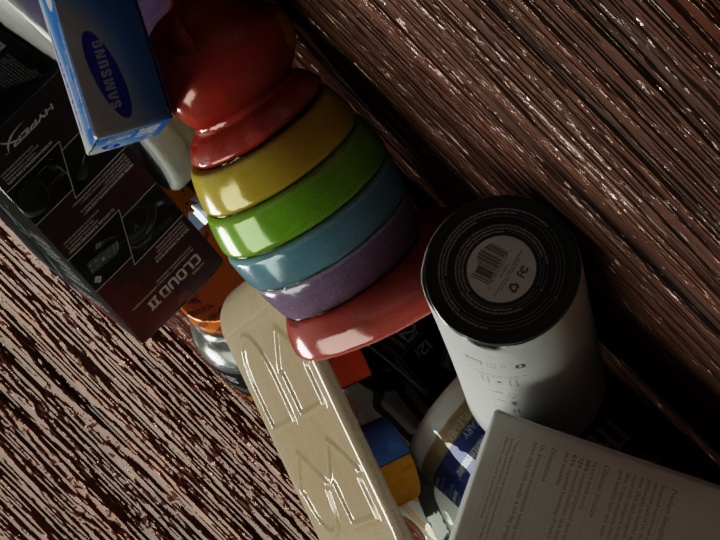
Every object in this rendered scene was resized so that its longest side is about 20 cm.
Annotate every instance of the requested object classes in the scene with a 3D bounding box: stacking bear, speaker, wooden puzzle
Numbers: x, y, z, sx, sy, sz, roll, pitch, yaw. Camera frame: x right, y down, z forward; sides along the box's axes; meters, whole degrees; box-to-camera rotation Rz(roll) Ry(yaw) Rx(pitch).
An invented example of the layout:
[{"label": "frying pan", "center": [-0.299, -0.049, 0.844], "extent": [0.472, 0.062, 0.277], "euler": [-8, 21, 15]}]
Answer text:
[{"label": "stacking bear", "center": [-0.041, -0.062, 1.506], "extent": [0.200, 0.113, 0.122], "euler": [57, -167, -16]}, {"label": "speaker", "center": [0.083, 0.032, 1.460], "extent": [0.081, 0.081, 0.200], "euler": [41, 172, 19]}, {"label": "wooden puzzle", "center": [-0.019, 0.090, 1.679], "extent": [0.185, 0.046, 0.201], "euler": [145, 105, -73]}]

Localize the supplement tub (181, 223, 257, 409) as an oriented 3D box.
[{"label": "supplement tub", "center": [-0.038, 0.046, 1.960], "extent": [0.122, 0.123, 0.200], "euler": [36, 173, 46]}]

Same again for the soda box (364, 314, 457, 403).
[{"label": "soda box", "center": [0.000, 0.000, 1.749], "extent": [0.200, 0.071, 0.063], "euler": [37, 169, 41]}]

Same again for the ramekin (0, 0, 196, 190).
[{"label": "ramekin", "center": [-0.147, -0.149, 1.648], "extent": [0.202, 0.094, 0.202], "euler": [44, 172, 7]}]

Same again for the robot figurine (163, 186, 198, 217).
[{"label": "robot figurine", "center": [-0.207, -0.101, 1.945], "extent": [0.200, 0.058, 0.145], "euler": [46, 159, -19]}]

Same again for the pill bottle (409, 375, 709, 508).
[{"label": "pill bottle", "center": [0.133, 0.134, 1.617], "extent": [0.200, 0.111, 0.111], "euler": [42, 172, 15]}]

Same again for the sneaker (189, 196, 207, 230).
[{"label": "sneaker", "center": [-0.134, -0.050, 2.104], "extent": [0.146, 0.077, 0.202], "euler": [32, 160, 10]}]

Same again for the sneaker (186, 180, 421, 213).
[{"label": "sneaker", "center": [-0.013, -0.040, 1.677], "extent": [0.200, 0.076, 0.092], "euler": [33, -171, 39]}]

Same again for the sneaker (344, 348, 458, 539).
[{"label": "sneaker", "center": [0.015, 0.104, 1.752], "extent": [0.074, 0.080, 0.200], "euler": [-3, -142, -44]}]

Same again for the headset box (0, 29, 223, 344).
[{"label": "headset box", "center": [-0.182, -0.054, 1.697], "extent": [0.149, 0.077, 0.200], "euler": [35, 166, 51]}]

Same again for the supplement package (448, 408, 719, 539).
[{"label": "supplement package", "center": [0.137, 0.183, 1.464], "extent": [0.199, 0.152, 0.151], "euler": [18, 170, 3]}]

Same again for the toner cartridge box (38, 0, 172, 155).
[{"label": "toner cartridge box", "center": [-0.149, -0.164, 1.448], "extent": [0.095, 0.043, 0.201], "euler": [161, 92, -82]}]
